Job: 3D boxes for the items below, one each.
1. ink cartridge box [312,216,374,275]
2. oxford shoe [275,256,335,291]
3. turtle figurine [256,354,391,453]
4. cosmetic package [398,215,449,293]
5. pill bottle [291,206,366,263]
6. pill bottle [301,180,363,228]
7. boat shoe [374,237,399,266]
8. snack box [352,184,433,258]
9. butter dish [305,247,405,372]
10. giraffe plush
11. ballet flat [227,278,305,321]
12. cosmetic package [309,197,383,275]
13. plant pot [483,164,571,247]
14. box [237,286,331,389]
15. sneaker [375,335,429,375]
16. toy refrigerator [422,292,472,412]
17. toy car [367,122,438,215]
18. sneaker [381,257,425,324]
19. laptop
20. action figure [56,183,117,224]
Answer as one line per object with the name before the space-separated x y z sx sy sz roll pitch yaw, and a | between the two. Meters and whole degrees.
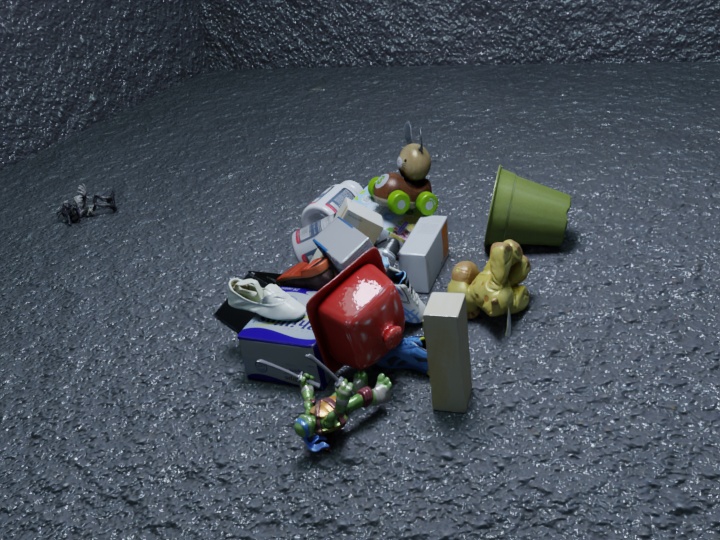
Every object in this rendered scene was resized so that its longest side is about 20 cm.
ink cartridge box | 0.000 0.000 1.593 0.084 0.202 0.144 -40 37 -9
oxford shoe | -0.123 0.025 1.613 0.071 0.074 0.198 -37 15 -31
turtle figurine | -0.046 0.201 1.294 0.191 0.144 0.204 -10 66 -43
cosmetic package | 0.155 -0.043 1.745 0.069 0.104 0.201 4 32 21
pill bottle | -0.060 -0.076 1.794 0.196 0.121 0.120 -22 26 13
pill bottle | -0.066 -0.163 1.990 0.117 0.123 0.200 7 32 27
boat shoe | 0.045 -0.030 1.710 0.058 0.068 0.200 -61 12 -16
snack box | 0.068 -0.130 1.896 0.196 0.069 0.169 26 39 14
butter dish | 0.020 0.099 1.381 0.198 0.203 0.146 -38 44 -24
giraffe plush | 0.256 0.038 1.554 0.159 0.172 0.205 0 63 37
ballet flat | -0.200 0.055 1.493 0.196 0.071 0.069 10 33 33
cosmetic package | -0.036 -0.053 1.697 0.103 0.203 0.072 23 23 -16
plant pot | 0.411 -0.139 1.785 0.185 0.205 0.201 12 32 10
box | -0.124 0.133 1.507 0.179 0.107 0.201 4 32 23
sneaker | 0.097 0.154 1.437 0.195 0.080 0.066 7 34 30
toy refrigerator | 0.155 0.147 1.300 0.068 0.205 0.076 3 30 19
toy car | 0.115 -0.260 1.820 0.153 0.206 0.164 0 20 -22
sneaker | 0.087 0.046 1.525 0.072 0.199 0.073 -29 40 25
laptop | -0.207 0.084 1.720 0.197 0.119 0.185 6 14 -43
action figure | -0.899 -0.220 2.371 0.195 0.104 0.120 -13 40 -11
